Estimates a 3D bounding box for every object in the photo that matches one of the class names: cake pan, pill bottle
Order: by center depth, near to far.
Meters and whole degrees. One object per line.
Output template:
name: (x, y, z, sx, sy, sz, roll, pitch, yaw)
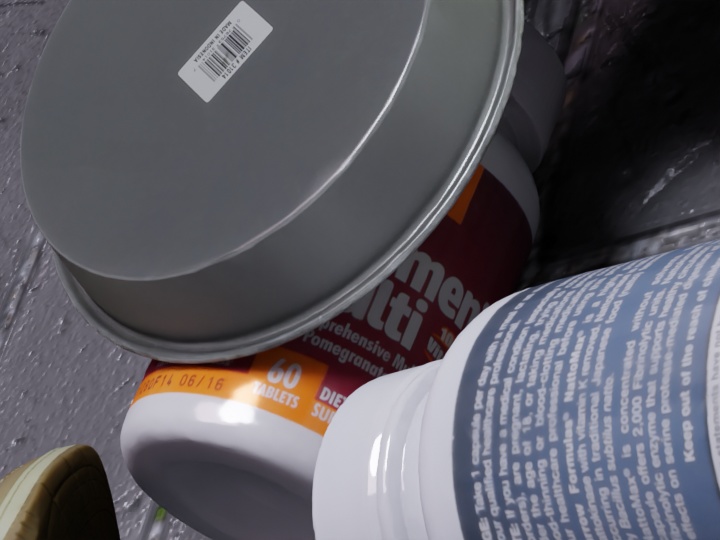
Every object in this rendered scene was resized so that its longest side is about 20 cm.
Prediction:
pill bottle: (0.087, 0.057, 0.711, 0.199, 0.120, 0.120, -15, 45, 41)
cake pan: (-0.038, -0.066, 0.857, 0.200, 0.037, 0.201, -20, 52, 27)
pill bottle: (0.000, 0.000, 0.901, 0.109, 0.110, 0.201, -7, 51, 47)

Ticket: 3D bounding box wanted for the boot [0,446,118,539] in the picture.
boot: (-0.167, 0.120, 0.813, 0.154, 0.072, 0.200, -10, 17, 15)
